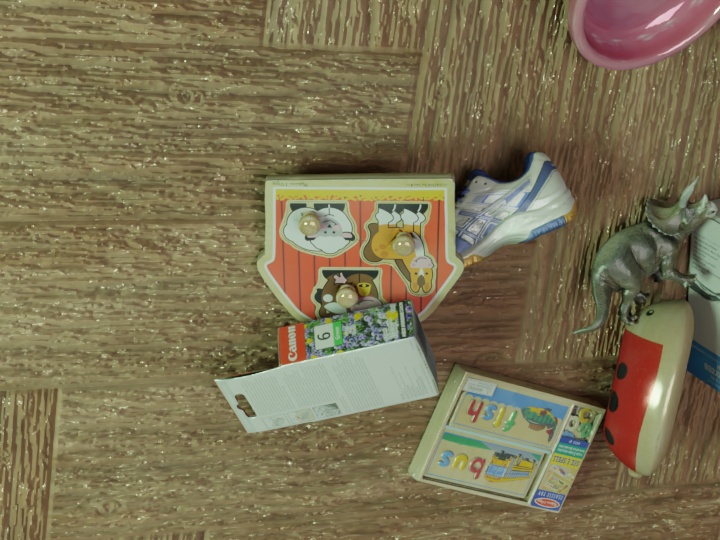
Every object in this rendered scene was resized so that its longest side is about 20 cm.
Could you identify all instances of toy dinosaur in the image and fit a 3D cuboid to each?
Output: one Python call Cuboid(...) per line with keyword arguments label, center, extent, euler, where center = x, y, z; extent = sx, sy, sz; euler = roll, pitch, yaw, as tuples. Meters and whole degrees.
Cuboid(label="toy dinosaur", center=(0.290, -0.009, 1.769), extent=(0.200, 0.077, 0.102), euler=(-34, 110, -4))

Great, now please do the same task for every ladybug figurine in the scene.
Cuboid(label="ladybug figurine", center=(0.308, 0.125, 1.799), extent=(0.072, 0.136, 0.200), euler=(12, 94, 8))

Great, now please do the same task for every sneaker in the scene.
Cuboid(label="sneaker", center=(0.112, -0.051, 1.664), extent=(0.200, 0.075, 0.088), euler=(-24, 91, -7))

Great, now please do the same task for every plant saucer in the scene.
Cuboid(label="plant saucer", center=(0.284, -0.286, 1.617), extent=(0.200, 0.051, 0.201), euler=(-20, 144, -16))

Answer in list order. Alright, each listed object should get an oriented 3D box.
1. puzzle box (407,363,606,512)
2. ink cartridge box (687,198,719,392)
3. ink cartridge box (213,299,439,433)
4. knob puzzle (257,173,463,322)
Cuboid(label="puzzle box", center=(0.160, 0.184, 1.801), extent=(0.200, 0.025, 0.133), euler=(16, 104, -31))
Cuboid(label="ink cartridge box", center=(0.443, 0.021, 1.838), extent=(0.145, 0.084, 0.200), euler=(-12, 115, -21))
Cuboid(label="ink cartridge box", center=(-0.032, 0.095, 1.623), extent=(0.200, 0.050, 0.109), euler=(-12, 142, 9))
Cuboid(label="knob puzzle", center=(0.000, 0.000, 1.592), extent=(0.219, 0.030, 0.220), euler=(0, 126, 0))
